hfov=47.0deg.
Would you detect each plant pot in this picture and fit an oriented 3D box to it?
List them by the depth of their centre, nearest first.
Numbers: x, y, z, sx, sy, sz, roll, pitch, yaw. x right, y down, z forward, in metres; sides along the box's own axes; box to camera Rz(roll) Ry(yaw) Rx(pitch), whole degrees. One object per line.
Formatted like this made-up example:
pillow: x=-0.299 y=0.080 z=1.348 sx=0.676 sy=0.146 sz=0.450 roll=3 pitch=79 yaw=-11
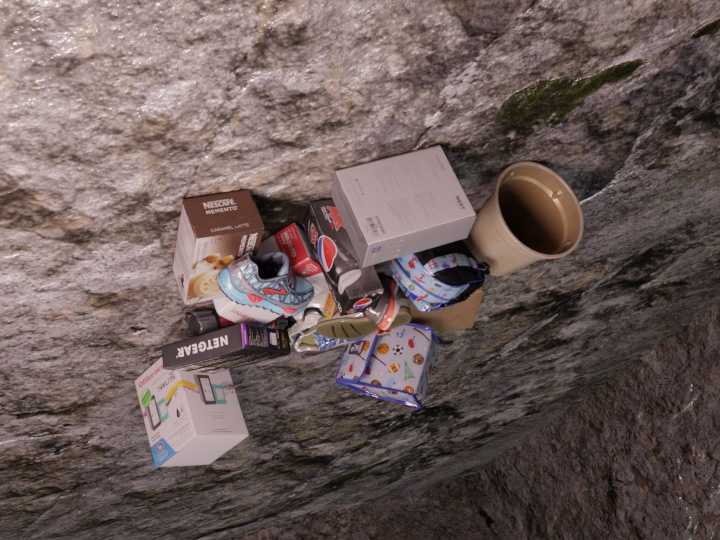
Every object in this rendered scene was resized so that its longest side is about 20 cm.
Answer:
plant pot: x=0.303 y=-0.083 z=1.638 sx=0.199 sy=0.201 sz=0.183 roll=-9 pitch=163 yaw=-29

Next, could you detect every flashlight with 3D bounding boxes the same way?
flashlight: x=-0.241 y=0.104 z=1.635 sx=0.199 sy=0.068 sz=0.068 roll=-4 pitch=166 yaw=-42

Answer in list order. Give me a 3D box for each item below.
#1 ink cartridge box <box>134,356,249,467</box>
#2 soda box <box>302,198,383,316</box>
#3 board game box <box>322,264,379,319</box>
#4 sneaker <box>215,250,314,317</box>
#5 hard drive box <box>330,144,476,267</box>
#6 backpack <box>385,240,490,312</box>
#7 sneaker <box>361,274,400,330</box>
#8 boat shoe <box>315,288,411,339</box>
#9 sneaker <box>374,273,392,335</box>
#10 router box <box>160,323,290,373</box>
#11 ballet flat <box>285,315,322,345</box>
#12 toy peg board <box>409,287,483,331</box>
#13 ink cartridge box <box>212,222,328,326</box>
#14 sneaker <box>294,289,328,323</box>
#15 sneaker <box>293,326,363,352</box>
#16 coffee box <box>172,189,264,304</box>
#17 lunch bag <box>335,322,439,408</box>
ink cartridge box: x=-0.356 y=0.287 z=1.738 sx=0.147 sy=0.201 sz=0.146 roll=-39 pitch=149 yaw=29
soda box: x=-0.032 y=-0.026 z=1.415 sx=0.070 sy=0.201 sz=0.063 roll=-11 pitch=151 yaw=-25
board game box: x=0.000 y=0.000 z=1.584 sx=0.200 sy=0.030 sz=0.096 roll=-51 pitch=169 yaw=-29
sneaker: x=-0.136 y=0.017 z=1.367 sx=0.096 sy=0.080 sz=0.199 roll=-45 pitch=148 yaw=25
hard drive box: x=0.071 y=-0.110 z=1.396 sx=0.199 sy=0.156 sz=0.077 roll=-15 pitch=154 yaw=-16
backpack: x=0.124 y=-0.012 z=1.559 sx=0.135 sy=0.183 sz=0.200 roll=-43 pitch=165 yaw=29
sneaker: x=0.023 y=0.042 z=1.571 sx=0.082 sy=0.200 sz=0.077 roll=26 pitch=102 yaw=-12
boat shoe: x=0.005 y=0.088 z=1.694 sx=0.199 sy=0.069 sz=0.075 roll=-11 pitch=145 yaw=10
sneaker: x=0.012 y=0.105 z=1.810 sx=0.067 sy=0.108 sz=0.201 roll=-2 pitch=147 yaw=-39
router box: x=-0.256 y=0.151 z=1.582 sx=0.199 sy=0.051 sz=0.149 roll=-17 pitch=163 yaw=27
ballet flat: x=-0.141 y=0.121 z=1.740 sx=0.199 sy=0.072 sz=0.072 roll=-28 pitch=154 yaw=10
toy peg board: x=0.164 y=0.058 z=1.898 sx=0.198 sy=0.098 sz=0.200 roll=-5 pitch=152 yaw=-3
ink cartridge box: x=-0.160 y=0.016 z=1.521 sx=0.199 sy=0.084 sz=0.144 roll=-31 pitch=154 yaw=11
sneaker: x=-0.058 y=0.049 z=1.670 sx=0.199 sy=0.087 sz=0.075 roll=-20 pitch=151 yaw=-12
sneaker: x=-0.057 y=0.139 z=1.776 sx=0.199 sy=0.076 sz=0.077 roll=-19 pitch=-166 yaw=33
coffee box: x=-0.236 y=-0.036 z=1.361 sx=0.114 sy=0.080 sz=0.200 roll=-12 pitch=152 yaw=-25
lunch bag: x=0.056 y=0.197 z=1.854 sx=0.199 sy=0.171 sz=0.124 roll=11 pitch=158 yaw=21
